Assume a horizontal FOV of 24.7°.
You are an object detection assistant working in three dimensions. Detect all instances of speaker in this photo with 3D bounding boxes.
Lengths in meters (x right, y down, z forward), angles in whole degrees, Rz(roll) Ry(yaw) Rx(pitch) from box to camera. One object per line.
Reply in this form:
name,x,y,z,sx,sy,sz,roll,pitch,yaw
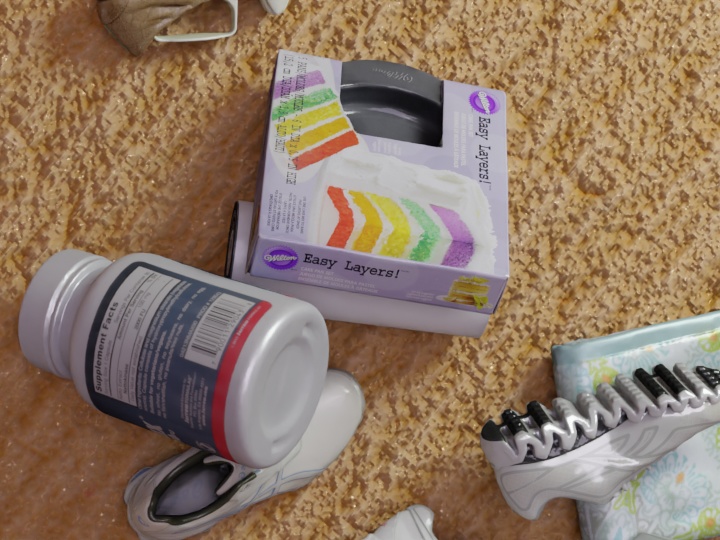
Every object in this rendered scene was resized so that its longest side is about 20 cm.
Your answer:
speaker,0.000,0.000,1.229,0.198,0.081,0.082,8,85,-8

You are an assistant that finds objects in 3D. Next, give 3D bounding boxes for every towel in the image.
towel,0.255,0.123,1.276,0.198,0.048,0.173,-10,87,-9

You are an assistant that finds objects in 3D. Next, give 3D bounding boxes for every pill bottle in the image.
pill bottle,-0.134,0.054,1.155,0.199,0.120,0.120,17,83,25

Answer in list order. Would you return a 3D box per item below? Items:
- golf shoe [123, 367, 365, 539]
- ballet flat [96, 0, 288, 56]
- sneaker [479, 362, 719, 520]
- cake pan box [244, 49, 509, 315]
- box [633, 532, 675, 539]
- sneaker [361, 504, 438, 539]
golf shoe,-0.077,0.139,1.200,0.199,0.097,0.079,-33,90,-11
ballet flat,-0.099,-0.216,1.241,0.199,0.068,0.073,-26,110,-9
sneaker,0.191,0.124,1.216,0.198,0.075,0.082,-16,103,4
cake pan box,0.017,-0.069,1.205,0.183,0.052,0.201,12,49,-8
box,0.252,0.315,1.160,0.130,0.200,0.200,-34,106,-21
sneaker,0.084,0.252,1.215,0.099,0.078,0.200,-41,81,-15
